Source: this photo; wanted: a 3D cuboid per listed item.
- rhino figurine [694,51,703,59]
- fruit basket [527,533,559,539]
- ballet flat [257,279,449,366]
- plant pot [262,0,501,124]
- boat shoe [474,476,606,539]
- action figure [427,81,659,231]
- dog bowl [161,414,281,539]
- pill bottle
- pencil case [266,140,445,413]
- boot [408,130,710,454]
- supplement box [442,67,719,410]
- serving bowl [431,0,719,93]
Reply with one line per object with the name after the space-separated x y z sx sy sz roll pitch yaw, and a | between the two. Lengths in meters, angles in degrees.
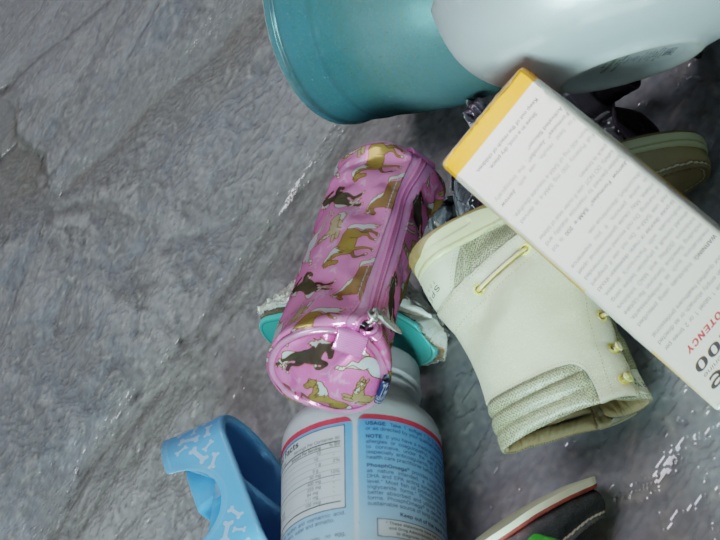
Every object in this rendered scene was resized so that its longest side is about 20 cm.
0.241 -0.202 0.992 0.060 0.087 0.200 45 109 13 | rhino figurine
0.111 0.246 0.779 0.216 0.155 0.216 -48 24 30 | fruit basket
0.000 0.026 1.144 0.200 0.072 0.072 2 68 49 | ballet flat
0.063 -0.206 1.126 0.188 0.200 0.200 3 69 35 | plant pot
0.070 0.191 0.902 0.200 0.063 0.071 -33 -10 -21 | boat shoe
0.108 -0.074 1.075 0.200 0.069 0.130 -34 54 38 | action figure
-0.076 0.180 1.098 0.050 0.111 0.200 -37 40 8 | dog bowl
0.002 0.151 1.017 0.109 0.109 0.200 -31 45 35 | pill bottle
0.000 0.000 1.030 0.086 0.083 0.200 -1 41 17 | pencil case
0.148 0.012 0.958 0.200 0.072 0.155 -25 64 1 | boot
0.153 -0.012 0.856 0.200 0.126 0.074 43 100 22 | supplement box
0.145 -0.145 0.885 0.200 0.200 0.066 -21 82 42 | serving bowl
